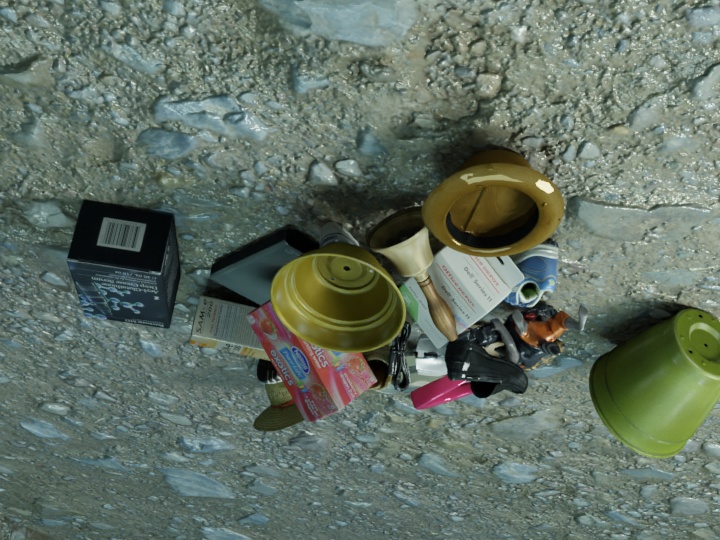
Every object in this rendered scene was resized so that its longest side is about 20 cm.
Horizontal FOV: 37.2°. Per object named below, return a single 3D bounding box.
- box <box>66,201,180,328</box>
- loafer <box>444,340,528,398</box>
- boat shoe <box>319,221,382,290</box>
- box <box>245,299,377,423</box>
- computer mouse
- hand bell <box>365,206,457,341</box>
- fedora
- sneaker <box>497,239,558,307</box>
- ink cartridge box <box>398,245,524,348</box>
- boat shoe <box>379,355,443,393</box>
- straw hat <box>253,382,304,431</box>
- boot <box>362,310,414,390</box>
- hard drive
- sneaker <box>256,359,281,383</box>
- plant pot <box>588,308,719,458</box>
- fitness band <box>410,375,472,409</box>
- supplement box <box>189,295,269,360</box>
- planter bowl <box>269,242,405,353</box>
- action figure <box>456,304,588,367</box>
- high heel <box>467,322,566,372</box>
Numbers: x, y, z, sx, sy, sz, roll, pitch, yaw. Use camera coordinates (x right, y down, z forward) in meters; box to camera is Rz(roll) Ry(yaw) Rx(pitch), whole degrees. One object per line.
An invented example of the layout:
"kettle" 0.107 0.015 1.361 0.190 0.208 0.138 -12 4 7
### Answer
"box" -0.372 -0.005 1.705 0.146 0.109 0.201 8 152 -1
"loafer" 0.195 0.166 1.668 0.067 0.072 0.199 -1 160 41
"boat shoe" -0.004 0.002 1.652 0.074 0.087 0.202 -29 125 15
"box" -0.076 0.123 1.687 0.094 0.102 0.202 -28 92 48
"computer mouse" 0.118 0.132 1.721 0.043 0.112 0.198 6 -175 43
"hand bell" 0.094 0.020 1.550 0.103 0.105 0.202 -11 120 31
"fedora" 0.175 -0.099 1.421 0.197 0.083 0.202 4 146 3
"sneaker" 0.225 0.021 1.618 0.075 0.078 0.200 8 156 -26
"ink cartridge box" 0.146 0.023 1.606 0.118 0.067 0.200 51 145 4
"boat shoe" 0.087 0.184 1.921 0.071 0.071 0.199 -19 166 41
"straw hat" -0.139 0.230 2.079 0.199 0.201 0.086 -15 104 36
"boot" 0.029 0.135 1.791 0.072 0.157 0.200 29 146 -9
"hard drive" -0.130 0.000 1.728 0.139 0.033 0.198 30 144 -34
"sneaker" -0.099 0.180 2.005 0.115 0.077 0.199 26 146 -35
"plant pot" 0.505 0.167 1.726 0.197 0.203 0.194 17 138 -16
"fitness band" 0.157 0.202 1.831 0.142 0.038 0.200 -23 168 6
"supplement box" -0.194 0.107 1.866 0.197 0.075 0.126 13 167 -8
"planter bowl" -0.026 0.021 1.547 0.197 0.084 0.202 8 136 7
"action figure" 0.249 0.114 1.685 0.197 0.106 0.194 -16 164 -14
"high heel" 0.234 0.118 1.804 0.198 0.073 0.142 -7 151 37
